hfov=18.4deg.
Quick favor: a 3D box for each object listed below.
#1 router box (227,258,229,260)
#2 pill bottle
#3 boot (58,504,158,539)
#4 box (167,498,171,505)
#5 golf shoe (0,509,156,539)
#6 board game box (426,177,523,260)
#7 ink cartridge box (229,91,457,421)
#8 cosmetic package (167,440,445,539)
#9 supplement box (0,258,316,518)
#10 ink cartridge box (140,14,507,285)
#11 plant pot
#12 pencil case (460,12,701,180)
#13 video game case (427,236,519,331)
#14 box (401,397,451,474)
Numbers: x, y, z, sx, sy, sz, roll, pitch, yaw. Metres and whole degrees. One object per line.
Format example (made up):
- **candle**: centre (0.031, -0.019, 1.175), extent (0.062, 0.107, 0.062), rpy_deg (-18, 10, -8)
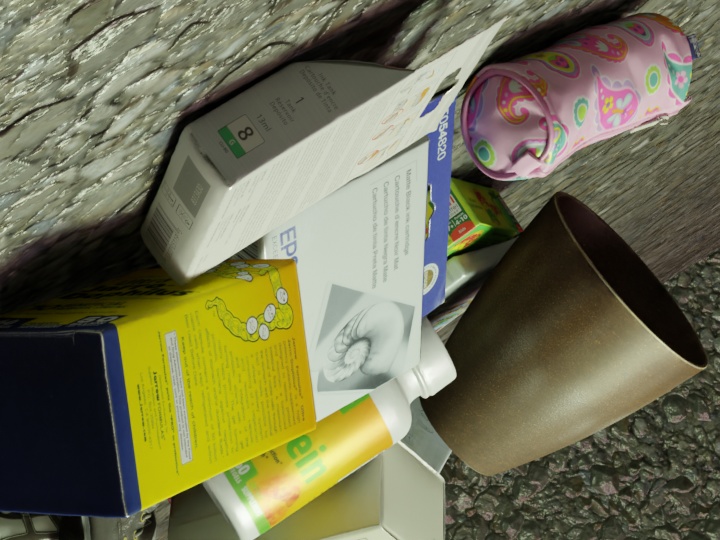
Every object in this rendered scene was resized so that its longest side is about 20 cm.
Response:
- **router box**: centre (-0.130, 0.050, 1.543), extent (0.199, 0.049, 0.180), rpy_deg (-31, 170, -23)
- **pill bottle**: centre (-0.033, 0.100, 1.634), extent (0.199, 0.111, 0.111), rpy_deg (-34, 171, -8)
- **boot**: centre (-0.150, 0.164, 1.689), extent (0.173, 0.201, 0.069), rpy_deg (-24, -158, -24)
- **box**: centre (-0.093, 0.106, 1.803), extent (0.095, 0.100, 0.200), rpy_deg (-24, 166, -48)
- **golf shoe**: centre (-0.251, 0.192, 1.724), extent (0.199, 0.095, 0.078), rpy_deg (11, -175, -30)
- **board game box**: centre (0.066, -0.025, 1.854), extent (0.101, 0.048, 0.200), rpy_deg (-36, 171, 11)
- **ink cartridge box**: centre (0.000, 0.000, 1.487), extent (0.199, 0.041, 0.201), rpy_deg (-30, 139, -30)
- **cosmetic package**: centre (-0.043, 0.201, 1.729), extent (0.199, 0.088, 0.103), rpy_deg (-16, 143, 26)
- **supplement box**: centre (-0.127, 0.065, 1.321), extent (0.108, 0.110, 0.200), rpy_deg (-1, -170, 32)
- **ink cartridge box**: centre (-0.024, -0.081, 1.266), extent (0.199, 0.050, 0.161), rpy_deg (-35, 172, -23)
- **plant pot**: centre (0.151, 0.071, 1.835), extent (0.200, 0.187, 0.187), rpy_deg (-42, 169, 16)
- **pencil case**: centre (0.155, -0.123, 1.550), extent (0.199, 0.088, 0.087), rpy_deg (-23, 166, -47)
- **video game case**: centre (0.055, 0.034, 1.909), extent (0.182, 0.023, 0.200), rpy_deg (-38, 171, 24)
- **box**: centre (-0.027, 0.182, 1.888), extent (0.200, 0.097, 0.177), rpy_deg (-39, -171, 30)
